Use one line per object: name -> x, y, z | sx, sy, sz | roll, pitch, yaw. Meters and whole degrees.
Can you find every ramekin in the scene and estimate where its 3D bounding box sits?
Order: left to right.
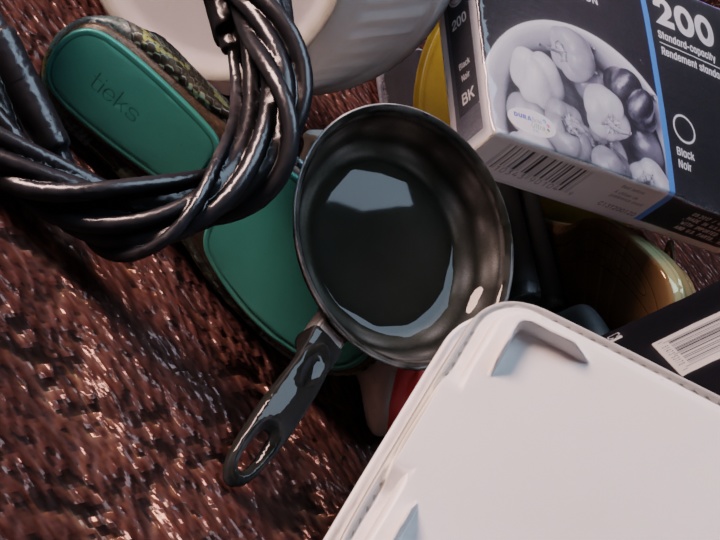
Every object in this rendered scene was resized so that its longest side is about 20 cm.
ramekin -> -0.054, -0.180, 0.906 | 0.203, 0.202, 0.094 | 49, 31, 6

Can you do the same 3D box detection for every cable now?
cable -> -0.103, -0.095, 0.733 | 0.162, 0.051, 0.201 | 6, 58, -19

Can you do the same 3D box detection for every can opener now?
can opener -> 0.101, 0.006, 0.998 | 0.053, 0.066, 0.201 | 28, 41, -52

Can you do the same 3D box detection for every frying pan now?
frying pan -> 0.008, 0.020, 0.746 | 0.115, 0.031, 0.191 | 27, 65, -27

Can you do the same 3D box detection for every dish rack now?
dish rack -> 0.097, 0.102, 0.665 | 0.199, 0.044, 0.172 | 26, 57, 11

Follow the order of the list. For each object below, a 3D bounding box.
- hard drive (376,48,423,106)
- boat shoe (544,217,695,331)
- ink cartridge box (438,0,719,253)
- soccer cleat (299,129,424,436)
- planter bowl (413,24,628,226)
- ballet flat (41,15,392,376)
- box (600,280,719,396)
hard drive -> 0.095, -0.062, 1.203 | 0.200, 0.042, 0.135 | 39, 21, -22
boat shoe -> 0.145, 0.005, 1.029 | 0.062, 0.074, 0.200 | 7, 11, -21
ink cartridge box -> 0.125, -0.125, 0.977 | 0.197, 0.043, 0.201 | 15, 56, -34
soccer cleat -> 0.000, 0.000, 0.860 | 0.085, 0.069, 0.201 | 8, 44, -3
planter bowl -> 0.138, -0.099, 1.092 | 0.200, 0.201, 0.083 | 39, 2, -22
ballet flat -> -0.057, -0.038, 0.800 | 0.200, 0.074, 0.074 | 49, 19, -1
box -> 0.206, 0.117, 0.834 | 0.197, 0.117, 0.201 | -98, 163, -81
